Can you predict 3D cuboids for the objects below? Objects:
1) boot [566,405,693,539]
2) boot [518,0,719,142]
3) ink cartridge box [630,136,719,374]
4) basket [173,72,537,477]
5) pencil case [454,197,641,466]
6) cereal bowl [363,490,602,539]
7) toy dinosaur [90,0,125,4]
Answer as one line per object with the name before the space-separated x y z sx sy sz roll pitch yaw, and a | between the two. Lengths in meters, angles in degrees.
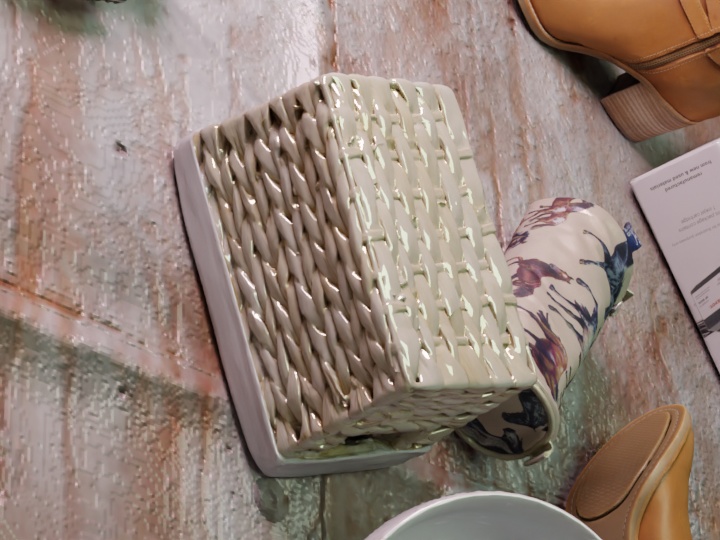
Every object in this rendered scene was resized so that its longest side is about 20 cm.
boot | 0.194 0.198 1.544 0.155 0.073 0.201 45 52 -22
boot | 0.205 -0.193 1.728 0.200 0.154 0.074 47 40 -22
ink cartridge box | 0.296 -0.003 1.788 0.144 0.084 0.201 -25 90 -54
basket | 0.000 0.000 1.386 0.135 0.123 0.201 1 70 -50
pencil case | 0.112 0.036 1.542 0.089 0.078 0.200 36 40 -3
cereal bowl | 0.056 0.220 1.328 0.199 0.083 0.202 3 81 -22
toy dinosaur | -0.160 -0.217 1.352 0.200 0.101 0.137 16 72 -71
